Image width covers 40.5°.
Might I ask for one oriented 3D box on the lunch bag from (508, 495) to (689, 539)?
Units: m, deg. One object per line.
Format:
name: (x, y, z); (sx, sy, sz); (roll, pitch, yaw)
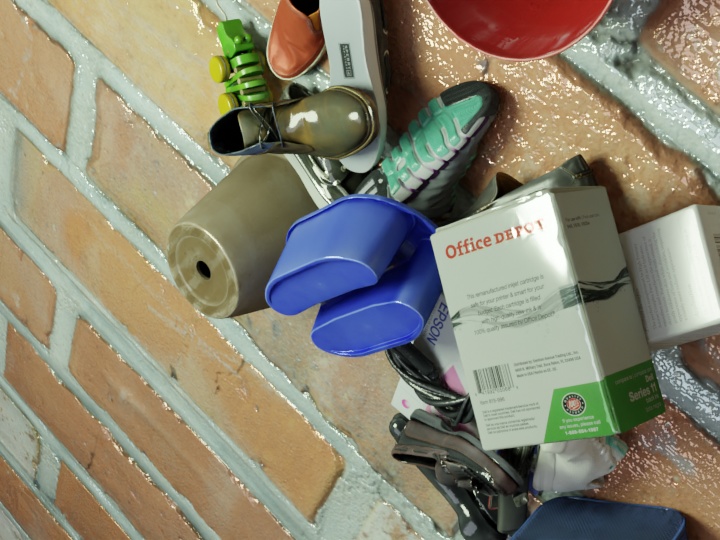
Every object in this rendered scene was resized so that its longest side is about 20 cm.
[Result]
lunch bag: (0.246, 0.329, 1.011); (0.199, 0.136, 0.133); (-4, 110, 45)

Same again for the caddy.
caddy: (0.000, 0.000, 0.963); (0.141, 0.105, 0.200); (43, 142, -22)

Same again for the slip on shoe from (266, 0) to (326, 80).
slip on shoe: (-0.058, -0.274, 1.006); (0.074, 0.061, 0.200); (47, 138, 9)

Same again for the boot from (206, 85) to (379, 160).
boot: (-0.069, -0.136, 0.967); (0.200, 0.097, 0.075); (4, 110, 54)

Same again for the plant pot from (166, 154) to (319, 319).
plant pot: (-0.120, -0.032, 1.124); (0.199, 0.173, 0.201); (22, 127, 32)

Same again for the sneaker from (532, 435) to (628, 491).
sneaker: (0.223, 0.166, 0.969); (0.088, 0.076, 0.200); (9, 149, 10)

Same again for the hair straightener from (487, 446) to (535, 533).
hair straightener: (0.171, 0.209, 1.030); (0.077, 0.041, 0.201); (-109, 20, -52)

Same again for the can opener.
can opener: (0.107, 0.247, 1.159); (0.200, 0.079, 0.063); (45, -179, 9)

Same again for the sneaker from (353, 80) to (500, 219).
sneaker: (0.081, -0.106, 0.986); (0.200, 0.087, 0.075); (-42, 42, 31)

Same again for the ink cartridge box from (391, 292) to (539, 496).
ink cartridge box: (0.138, 0.137, 1.075); (0.200, 0.043, 0.197); (37, 134, 24)

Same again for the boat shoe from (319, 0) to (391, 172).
boat shoe: (0.002, -0.201, 0.987); (0.070, 0.066, 0.201); (10, 121, 34)

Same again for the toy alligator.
toy alligator: (-0.134, -0.238, 1.095); (0.054, 0.059, 0.201); (1, 106, 55)

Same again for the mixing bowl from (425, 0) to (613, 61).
mixing bowl: (0.145, -0.277, 0.775); (0.199, 0.108, 0.201); (22, 126, 34)

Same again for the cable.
cable: (0.078, 0.073, 1.029); (0.163, 0.051, 0.201); (11, 118, 37)

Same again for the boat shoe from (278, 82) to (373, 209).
boat shoe: (-0.028, -0.117, 1.061); (0.200, 0.071, 0.064); (50, 141, 12)

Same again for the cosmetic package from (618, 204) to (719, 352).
cosmetic package: (0.243, 0.022, 0.863); (0.200, 0.074, 0.102); (-25, 70, 50)

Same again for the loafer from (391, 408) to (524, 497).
loafer: (0.097, 0.205, 1.029); (0.072, 0.063, 0.200); (48, 168, -23)

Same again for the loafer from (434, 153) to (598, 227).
loafer: (0.143, -0.060, 0.941); (0.199, 0.073, 0.073); (-10, 96, 37)

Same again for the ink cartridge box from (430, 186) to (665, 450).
ink cartridge box: (0.156, 0.041, 0.837); (0.146, 0.083, 0.201); (-18, 85, 47)
